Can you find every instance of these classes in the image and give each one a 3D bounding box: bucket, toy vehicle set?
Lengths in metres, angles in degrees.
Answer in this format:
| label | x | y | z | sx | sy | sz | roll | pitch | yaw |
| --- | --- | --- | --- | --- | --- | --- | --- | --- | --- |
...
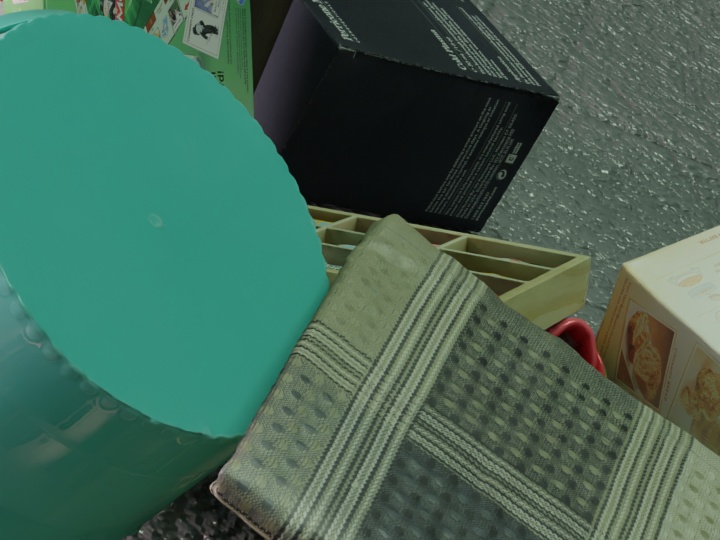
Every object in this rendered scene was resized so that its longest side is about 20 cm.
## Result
| label | x | y | z | sx | sy | sz | roll | pitch | yaw |
| --- | --- | --- | --- | --- | --- | --- | --- | --- | --- |
| bucket | -0.119 | 0.009 | 0.935 | 0.206 | 0.134 | 0.208 | 30 | 43 | -33 |
| toy vehicle set | 0.000 | 0.000 | 1.213 | 0.198 | 0.027 | 0.124 | 11 | 15 | 23 |

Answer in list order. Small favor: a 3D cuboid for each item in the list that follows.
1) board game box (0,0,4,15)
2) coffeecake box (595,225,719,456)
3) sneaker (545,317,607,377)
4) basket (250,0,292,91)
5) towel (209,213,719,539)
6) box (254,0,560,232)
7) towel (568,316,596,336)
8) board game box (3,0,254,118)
| label | x | y | z | sx | sy | sz | roll | pitch | yaw |
| --- | --- | --- | --- | --- | --- | --- | --- | --- | --- |
| board game box | -0.207 | -0.091 | 1.137 | 0.199 | 0.127 | 0.035 | 29 | -16 | -8 |
| coffeecake box | 0.240 | 0.061 | 1.223 | 0.153 | 0.073 | 0.200 | -19 | 50 | -35 |
| sneaker | 0.089 | 0.053 | 1.245 | 0.078 | 0.091 | 0.200 | 19 | 25 | -24 |
| basket | -0.098 | -0.144 | 1.241 | 0.135 | 0.201 | 0.180 | 24 | 14 | 16 |
| towel | 0.050 | 0.085 | 0.909 | 0.192 | 0.035 | 0.200 | 37 | 35 | -2 |
| box | -0.016 | -0.132 | 1.465 | 0.181 | 0.105 | 0.200 | 10 | 31 | -42 |
| towel | 0.191 | 0.100 | 1.313 | 0.199 | 0.024 | 0.147 | 31 | 19 | -33 |
| board game box | -0.101 | -0.048 | 1.108 | 0.029 | 0.202 | 0.134 | -2 | 0 | 41 |
